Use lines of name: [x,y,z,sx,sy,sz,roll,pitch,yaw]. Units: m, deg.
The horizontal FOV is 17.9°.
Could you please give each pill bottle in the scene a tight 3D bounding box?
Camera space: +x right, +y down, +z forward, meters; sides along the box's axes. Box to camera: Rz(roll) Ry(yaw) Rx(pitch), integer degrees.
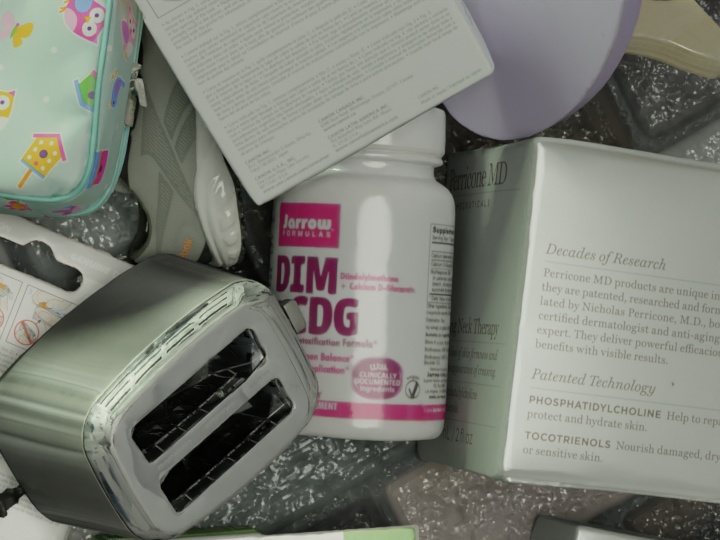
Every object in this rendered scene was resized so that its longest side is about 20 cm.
pill bottle: [0.000,0.000,1.399,0.113,0.113,0.201,3,89,-16]

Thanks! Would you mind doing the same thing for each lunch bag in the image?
lunch bag: [-0.221,-0.117,1.316,0.199,0.077,0.161,7,85,12]

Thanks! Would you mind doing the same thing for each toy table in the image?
toy table: [0.130,-0.171,1.347,0.117,0.200,0.184,-29,83,-39]

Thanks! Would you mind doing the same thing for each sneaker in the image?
sneaker: [-0.120,-0.091,1.369,0.079,0.074,0.201,-11,109,-7]

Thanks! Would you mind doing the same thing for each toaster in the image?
toaster: [-0.120,0.077,1.312,0.200,0.129,0.114,-40,116,-28]

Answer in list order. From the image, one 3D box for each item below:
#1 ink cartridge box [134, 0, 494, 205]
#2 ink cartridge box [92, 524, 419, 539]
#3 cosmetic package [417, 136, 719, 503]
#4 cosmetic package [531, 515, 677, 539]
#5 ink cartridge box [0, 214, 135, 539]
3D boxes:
ink cartridge box: [-0.038,-0.159,1.292,0.162,0.057,0.201,-29,109,6]
ink cartridge box: [-0.063,0.231,1.415,0.199,0.048,0.147,-2,91,-17]
cosmetic package: [0.144,0.031,1.413,0.165,0.167,0.201,7,88,-16]
cosmetic package: [0.206,0.226,1.484,0.199,0.074,0.102,14,87,-18]
ink cartridge box: [-0.227,0.069,1.373,0.160,0.050,0.201,23,75,-15]
